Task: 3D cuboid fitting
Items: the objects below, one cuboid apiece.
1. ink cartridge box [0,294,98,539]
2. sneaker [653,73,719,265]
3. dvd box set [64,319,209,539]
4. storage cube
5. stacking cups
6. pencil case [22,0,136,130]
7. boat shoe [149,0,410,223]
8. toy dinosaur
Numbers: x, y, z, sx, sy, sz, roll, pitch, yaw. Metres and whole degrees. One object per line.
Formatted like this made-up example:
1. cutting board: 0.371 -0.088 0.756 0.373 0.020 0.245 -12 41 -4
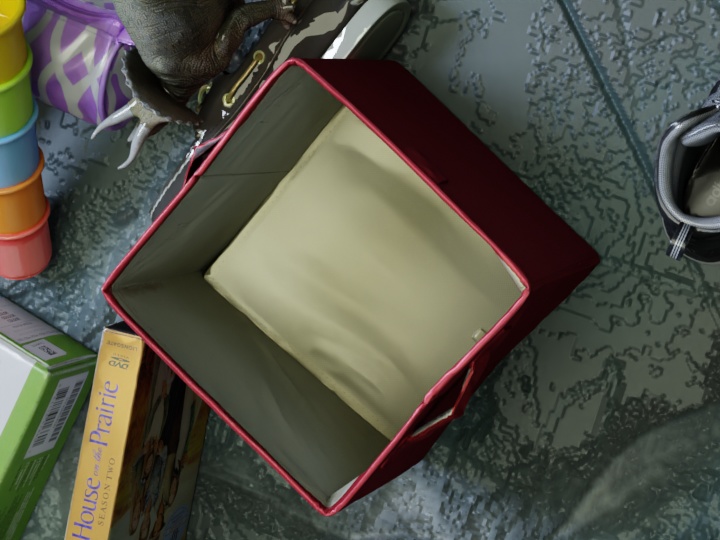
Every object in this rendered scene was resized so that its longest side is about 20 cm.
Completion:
1. ink cartridge box: -0.282 0.070 1.352 0.199 0.076 0.149 31 104 14
2. sneaker: 0.215 -0.091 1.155 0.075 0.114 0.201 27 103 13
3. dvd box set: -0.129 0.123 1.270 0.029 0.146 0.202 14 98 14
4. storage cube: 0.000 0.000 1.199 0.200 0.180 0.171 44 106 10
5. stacking cups: -0.208 -0.079 1.275 0.060 0.061 0.201 13 140 16
6. pencil case: -0.209 -0.158 1.300 0.199 0.084 0.086 25 143 12
7. boat shoe: -0.057 -0.098 1.268 0.061 0.072 0.201 45 99 14
8. toy dinosaur: -0.099 -0.154 1.192 0.077 0.102 0.201 27 138 39
